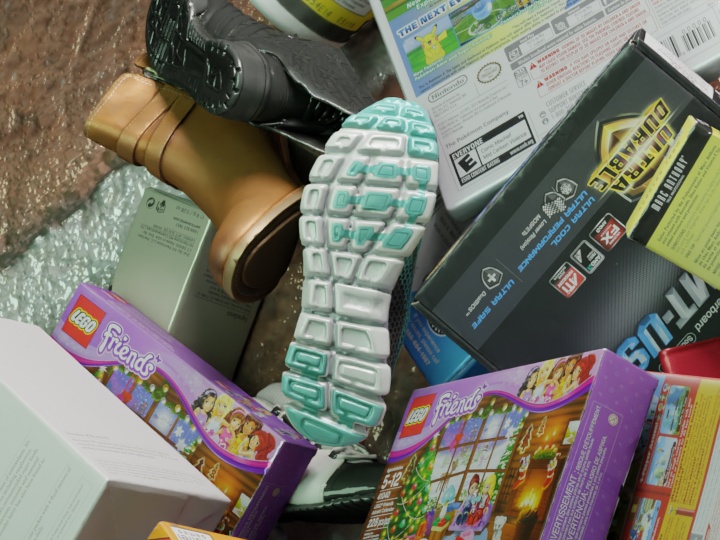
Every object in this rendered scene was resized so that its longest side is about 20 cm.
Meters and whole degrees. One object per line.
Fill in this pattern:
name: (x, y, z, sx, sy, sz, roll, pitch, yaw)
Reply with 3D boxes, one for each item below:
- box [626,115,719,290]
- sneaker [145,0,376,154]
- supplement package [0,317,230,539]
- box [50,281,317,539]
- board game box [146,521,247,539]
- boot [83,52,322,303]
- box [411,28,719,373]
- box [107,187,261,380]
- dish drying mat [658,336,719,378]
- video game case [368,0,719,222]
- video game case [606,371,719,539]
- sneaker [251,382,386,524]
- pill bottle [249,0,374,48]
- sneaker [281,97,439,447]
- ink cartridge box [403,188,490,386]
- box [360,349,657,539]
box: (0.244, -0.002, 1.497, 0.199, 0.050, 0.076, 29, 100, 1)
sneaker: (-0.057, -0.121, 1.731, 0.200, 0.104, 0.060, 49, 124, 56)
supplement package: (-0.200, 0.124, 1.677, 0.200, 0.120, 0.122, 39, 104, 34)
box: (-0.133, 0.115, 1.732, 0.200, 0.039, 0.137, 35, 99, 35)
board game box: (-0.047, 0.294, 1.586, 0.200, 0.199, 0.200, -57, 44, 16)
boot: (-0.100, -0.065, 1.738, 0.155, 0.200, 0.077, 25, 128, 5)
box: (0.165, 0.005, 1.562, 0.198, 0.050, 0.200, 41, 106, 0)
box: (-0.128, 0.055, 1.818, 0.068, 0.082, 0.201, 21, 89, 38)
dish drying mat: (0.219, 0.131, 1.500, 0.018, 0.076, 0.201, -37, 68, 61)
video game case: (0.110, -0.149, 1.625, 0.199, 0.022, 0.183, -30, 58, 17)
video game case: (0.163, 0.124, 1.414, 0.200, 0.017, 0.144, 3, 76, 64)
sneaker: (-0.039, 0.112, 1.738, 0.199, 0.074, 0.089, -2, 78, 37)
pill bottle: (0.013, -0.242, 1.774, 0.200, 0.114, 0.115, -42, 56, 21)
sneaker: (0.000, 0.000, 1.623, 0.077, 0.091, 0.201, 15, 90, 7)
ink cartridge box: (0.098, -0.036, 1.667, 0.200, 0.086, 0.147, -45, 55, 17)
box: (0.069, 0.122, 1.502, 0.200, 0.039, 0.137, -18, 47, 60)
